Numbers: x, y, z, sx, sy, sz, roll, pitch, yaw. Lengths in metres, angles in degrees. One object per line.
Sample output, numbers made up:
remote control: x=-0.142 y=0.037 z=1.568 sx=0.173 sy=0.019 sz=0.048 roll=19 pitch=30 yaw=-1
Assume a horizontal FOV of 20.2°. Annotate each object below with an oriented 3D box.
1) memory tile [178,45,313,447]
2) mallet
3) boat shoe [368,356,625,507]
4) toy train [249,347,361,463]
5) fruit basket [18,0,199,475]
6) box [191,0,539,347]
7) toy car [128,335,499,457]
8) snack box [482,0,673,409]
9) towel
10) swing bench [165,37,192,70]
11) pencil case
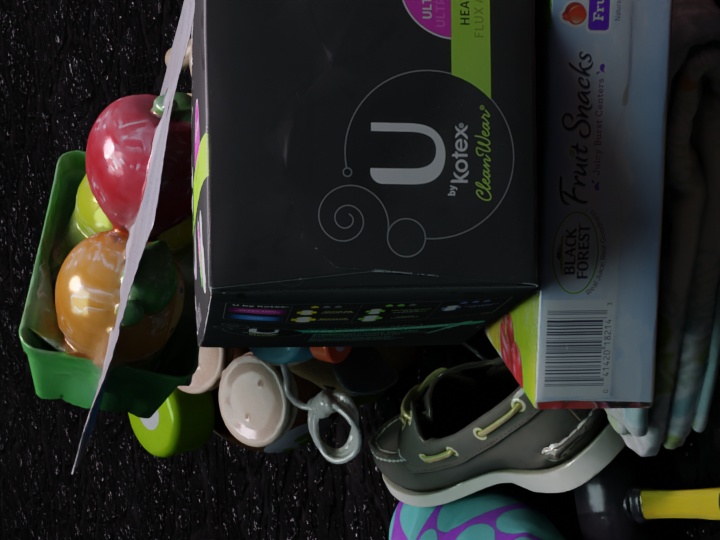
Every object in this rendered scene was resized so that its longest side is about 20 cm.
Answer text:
memory tile: x=-0.062 y=-0.023 z=1.070 sx=0.153 sy=0.017 sz=0.200 roll=36 pitch=116 yaw=31
mallet: x=0.164 y=0.116 z=0.919 sx=0.200 sy=0.041 sz=0.066 roll=2 pitch=100 yaw=60
boat shoe: x=0.058 y=0.075 z=1.016 sx=0.060 sy=0.072 sz=0.202 roll=48 pitch=153 yaw=-14
toy train: x=0.000 y=0.000 z=0.976 sx=0.200 sy=0.056 sz=0.150 roll=-49 pitch=64 yaw=31
fruit basket: x=-0.101 y=-0.025 z=0.978 sx=0.200 sy=0.094 sz=0.185 roll=120 pitch=161 yaw=-46
box: x=-0.005 y=-0.050 z=0.812 sx=0.200 sy=0.124 sz=0.149 roll=121 pitch=148 yaw=-80
toy car: x=-0.013 y=0.043 z=1.144 sx=0.200 sy=0.164 sz=0.158 roll=17 pitch=113 yaw=49
snack box: x=0.082 y=-0.059 z=0.814 sx=0.142 sy=0.053 sz=0.200 roll=-119 pitch=30 yaw=-74
towel: x=0.120 y=-0.042 z=0.896 sx=0.171 sy=0.048 sz=0.200 roll=-111 pitch=22 yaw=-61
swing bench: x=-0.030 y=-0.235 z=1.118 sx=0.200 sy=0.130 sz=0.199 roll=-25 pitch=73 yaw=55
pencil case: x=0.066 y=0.160 z=1.016 sx=0.085 sy=0.092 sz=0.200 roll=49 pitch=180 yaw=-11
